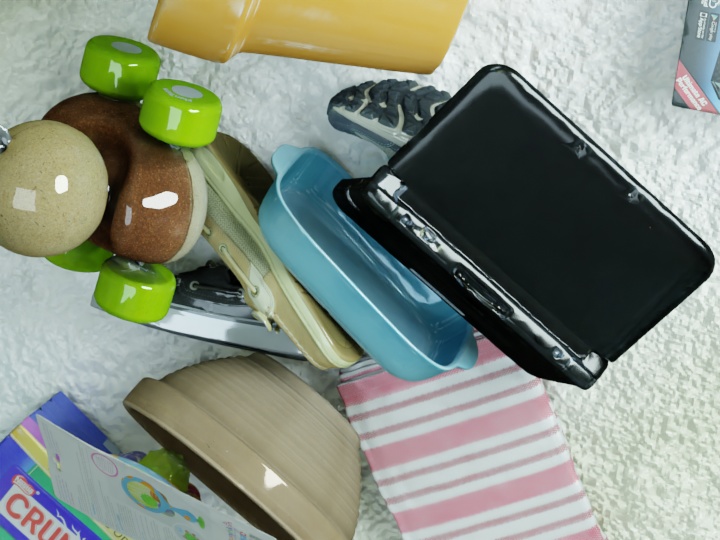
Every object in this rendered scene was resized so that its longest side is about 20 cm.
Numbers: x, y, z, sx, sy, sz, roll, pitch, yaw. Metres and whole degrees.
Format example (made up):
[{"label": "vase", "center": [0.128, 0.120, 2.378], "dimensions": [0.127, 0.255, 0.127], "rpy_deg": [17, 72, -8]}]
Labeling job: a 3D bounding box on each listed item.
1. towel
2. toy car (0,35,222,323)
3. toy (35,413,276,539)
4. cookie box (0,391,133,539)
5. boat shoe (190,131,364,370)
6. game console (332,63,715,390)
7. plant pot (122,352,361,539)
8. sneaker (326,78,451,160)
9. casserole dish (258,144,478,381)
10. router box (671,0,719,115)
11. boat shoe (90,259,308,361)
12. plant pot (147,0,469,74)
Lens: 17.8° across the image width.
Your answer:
[{"label": "towel", "center": [0.082, 0.137, 1.657], "dimensions": [0.146, 0.030, 0.200], "rpy_deg": [-18, 105, 21]}, {"label": "toy car", "center": [-0.218, -0.063, 1.557], "dimensions": [0.158, 0.200, 0.165], "rpy_deg": [37, 119, 43]}, {"label": "toy", "center": [-0.132, 0.163, 1.630], "dimensions": [0.200, 0.047, 0.115], "rpy_deg": [28, 148, 20]}, {"label": "cookie box", "center": [-0.245, 0.220, 1.769], "dimensions": [0.171, 0.075, 0.200], "rpy_deg": [45, 116, -2]}, {"label": "boat shoe", "center": [-0.068, -0.005, 1.592], "dimensions": [0.063, 0.073, 0.201], "rpy_deg": [-44, 69, 22]}, {"label": "game console", "center": [0.103, -0.028, 1.508], "dimensions": [0.200, 0.176, 0.116], "rpy_deg": [41, 82, -10]}, {"label": "plant pot", "center": [-0.065, 0.125, 1.637], "dimensions": [0.201, 0.201, 0.093], "rpy_deg": [41, 80, -1]}, {"label": "sneaker", "center": [0.064, -0.061, 1.555], "dimensions": [0.200, 0.078, 0.086], "rpy_deg": [23, 120, 8]}, {"label": "casserole dish", "center": [0.000, 0.000, 1.572], "dimensions": [0.039, 0.121, 0.200], "rpy_deg": [-40, 97, 24]}, {"label": "router box", "center": [0.285, -0.187, 1.438], "dimensions": [0.150, 0.062, 0.200], "rpy_deg": [11, 114, 12]}, {"label": "boat shoe", "center": [-0.095, 0.025, 1.654], "dimensions": [0.200, 0.069, 0.057], "rpy_deg": [11, 84, 15]}, {"label": "plant pot", "center": [-0.019, -0.213, 1.469], "dimensions": [0.183, 0.200, 0.200], "rpy_deg": [18, 117, -7]}]
